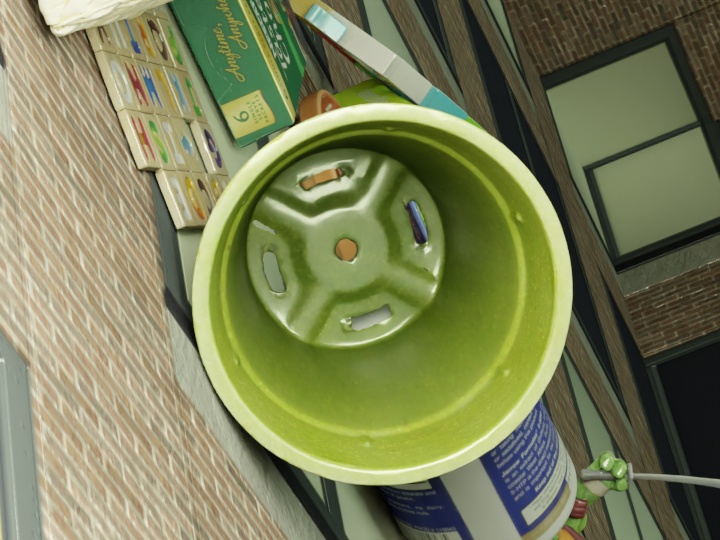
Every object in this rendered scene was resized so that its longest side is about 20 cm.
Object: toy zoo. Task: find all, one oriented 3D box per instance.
[{"bbox_3d":[0.012,-0.162,2.038,0.131,0.020,0.200,38,2,36],"label":"toy zoo"}]

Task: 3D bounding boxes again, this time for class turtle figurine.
[{"bbox_3d":[0.178,0.207,1.958,0.194,0.200,0.144,15,90,-53],"label":"turtle figurine"}]

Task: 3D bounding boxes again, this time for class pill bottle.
[{"bbox_3d":[0.049,0.085,1.654,0.120,0.119,0.200,-100,165,-52],"label":"pill bottle"}]

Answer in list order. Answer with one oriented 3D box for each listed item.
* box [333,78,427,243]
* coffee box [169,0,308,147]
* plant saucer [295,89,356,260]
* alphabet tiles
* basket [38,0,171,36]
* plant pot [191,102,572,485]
[{"bbox_3d":[0.037,-0.071,2.007,0.122,0.048,0.200,65,-7,-17],"label":"box"},{"bbox_3d":[-0.078,-0.165,1.723,0.200,0.044,0.123,-81,148,-72],"label":"coffee box"},{"bbox_3d":[-0.003,-0.031,1.893,0.200,0.032,0.201,-22,90,-82],"label":"plant saucer"},{"bbox_3d":[-0.115,-0.102,1.486,0.200,0.008,0.168,-5,73,-81],"label":"alphabet tiles"},{"bbox_3d":[-0.085,-0.232,1.349,0.198,0.199,0.161,-48,116,-79],"label":"basket"},{"bbox_3d":[0.000,0.000,1.458,0.190,0.199,0.201,-132,-162,-79],"label":"plant pot"}]
